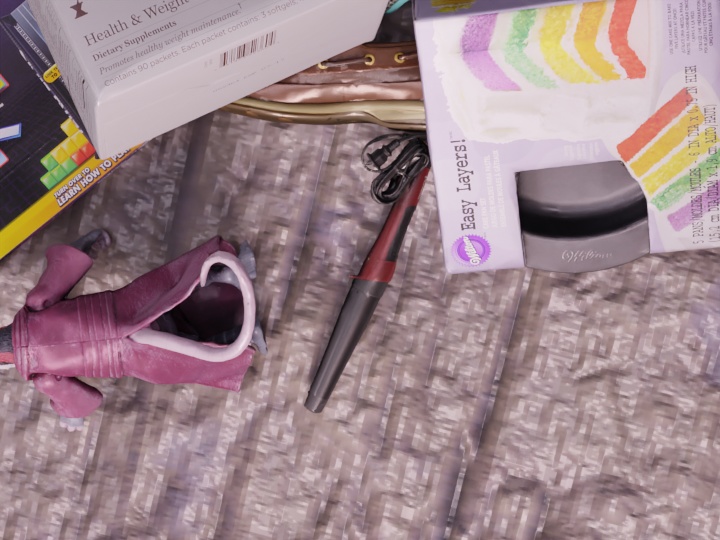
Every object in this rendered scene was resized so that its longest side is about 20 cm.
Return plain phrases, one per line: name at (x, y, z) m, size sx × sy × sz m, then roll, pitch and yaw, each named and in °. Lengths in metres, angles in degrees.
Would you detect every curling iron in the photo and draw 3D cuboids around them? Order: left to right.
curling iron at (0.000, 0.000, 1.418) m, size 0.049 × 0.026 × 0.201 m, roll 11°, pitch 108°, yaw -26°

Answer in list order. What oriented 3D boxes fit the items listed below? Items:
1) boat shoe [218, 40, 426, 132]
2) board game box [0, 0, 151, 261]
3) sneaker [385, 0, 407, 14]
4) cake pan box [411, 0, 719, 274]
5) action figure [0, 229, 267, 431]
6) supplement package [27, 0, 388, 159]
boat shoe at (-0.017, -0.126, 1.392) m, size 0.199 × 0.072 × 0.068 m, roll 4°, pitch 92°, yaw 3°
board game box at (-0.251, -0.099, 1.409) m, size 0.200 × 0.057 × 0.165 m, roll -37°, pitch 102°, yaw 21°
sneaker at (0.092, -0.193, 1.371) m, size 0.199 × 0.078 × 0.092 m, roll 9°, pitch 114°, yaw 12°
cake pan box at (0.130, -0.091, 1.327) m, size 0.183 × 0.052 × 0.201 m, roll -4°, pitch 127°, yaw 5°
action figure at (-0.160, 0.048, 1.401) m, size 0.199 × 0.149 × 0.135 m, roll -9°, pitch 101°, yaw -3°
supplement package at (-0.110, -0.206, 1.286) m, size 0.190 × 0.147 × 0.201 m, roll -25°, pitch 84°, yaw -10°
